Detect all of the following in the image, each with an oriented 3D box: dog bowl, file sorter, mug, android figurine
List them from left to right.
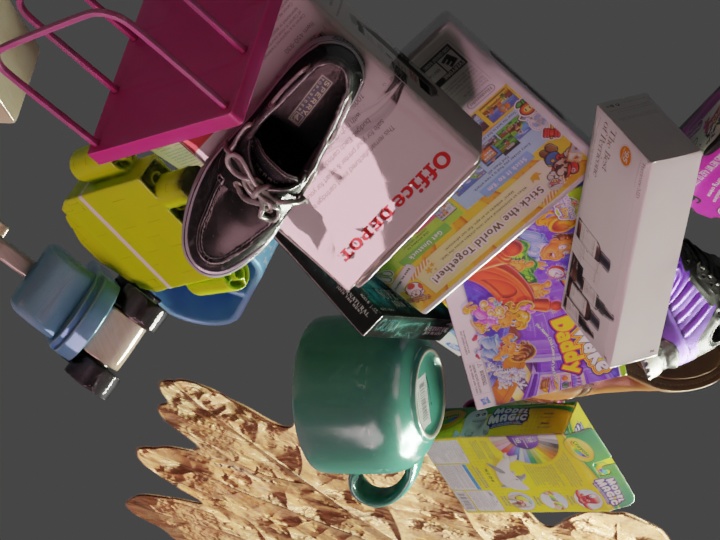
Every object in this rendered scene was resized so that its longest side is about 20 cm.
[{"bbox_3d":[-0.142,-0.199,1.330,0.138,0.201,0.125,-12,141,39],"label":"file sorter"},{"bbox_3d":[-0.180,-0.041,1.716,0.182,0.041,0.199,46,147,-24],"label":"android figurine"},{"bbox_3d":[-0.141,-0.008,1.842,0.111,0.050,0.200,18,153,-8],"label":"dog bowl"},{"bbox_3d":[0.021,0.127,1.909,0.114,0.153,0.185,-2,150,22],"label":"mug"}]

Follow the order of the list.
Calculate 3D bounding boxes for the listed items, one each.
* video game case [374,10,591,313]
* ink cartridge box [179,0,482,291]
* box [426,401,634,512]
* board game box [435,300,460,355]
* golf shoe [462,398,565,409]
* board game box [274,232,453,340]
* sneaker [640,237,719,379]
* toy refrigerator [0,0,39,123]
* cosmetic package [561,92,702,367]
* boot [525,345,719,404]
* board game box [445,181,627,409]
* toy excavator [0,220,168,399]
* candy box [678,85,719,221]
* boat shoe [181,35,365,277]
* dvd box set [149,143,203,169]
[{"bbox_3d":[0.057,-0.079,1.531,0.182,0.023,0.200,38,113,-27],"label":"video game case"},{"bbox_3d":[-0.029,-0.109,1.441,0.200,0.083,0.147,42,107,-11],"label":"ink cartridge box"},{"bbox_3d":[0.167,0.184,1.935,0.199,0.049,0.118,-4,132,38],"label":"box"},{"bbox_3d":[0.112,0.006,1.758,0.151,0.047,0.199,33,147,-33],"label":"board game box"},{"bbox_3d":[0.139,0.166,2.030,0.091,0.076,0.200,24,144,-3],"label":"golf shoe"},{"bbox_3d":[0.000,0.000,1.629,0.135,0.028,0.200,48,-168,15],"label":"board game box"},{"bbox_3d":[0.270,0.001,1.668,0.099,0.070,0.201,-15,135,1],"label":"sneaker"},{"bbox_3d":[-0.326,-0.202,1.536,0.069,0.076,0.200,3,151,19],"label":"toy refrigerator"},{"bbox_3d":[0.206,-0.029,1.526,0.050,0.083,0.201,-15,132,-23],"label":"cosmetic package"},{"bbox_3d":[0.229,0.087,1.843,0.198,0.074,0.155,2,167,-8],"label":"boot"},{"bbox_3d":[0.137,0.013,1.643,0.133,0.045,0.201,-14,125,6],"label":"board game box"},{"bbox_3d":[-0.291,0.008,1.823,0.200,0.100,0.194,38,179,-16],"label":"toy excavator"},{"bbox_3d":[0.346,-0.073,1.494,0.199,0.061,0.136,18,151,-11],"label":"candy box"},{"bbox_3d":[-0.063,-0.071,1.376,0.073,0.068,0.200,38,109,-10],"label":"boat shoe"},{"bbox_3d":[-0.095,-0.106,1.658,0.199,0.030,0.146,33,146,-33],"label":"dvd box set"}]
